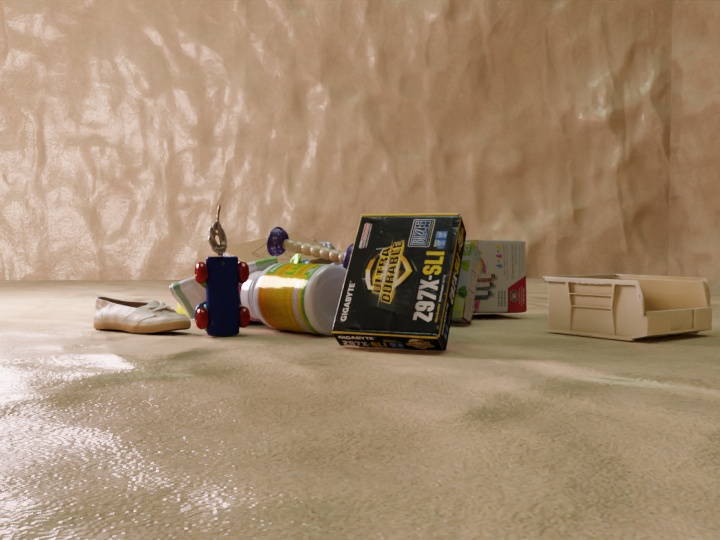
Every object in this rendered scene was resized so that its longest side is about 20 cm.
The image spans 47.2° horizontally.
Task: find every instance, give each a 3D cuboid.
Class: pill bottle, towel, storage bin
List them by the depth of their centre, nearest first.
[{"bbox_3d":[0.441,0.057,1.358,0.198,0.095,0.197,-1,2,-38],"label":"storage bin"},{"bbox_3d":[-0.108,0.044,1.362,0.110,0.113,0.198,-1,2,-45],"label":"pill bottle"},{"bbox_3d":[-0.239,0.034,1.518,0.197,0.031,0.150,-15,-20,-3],"label":"towel"}]

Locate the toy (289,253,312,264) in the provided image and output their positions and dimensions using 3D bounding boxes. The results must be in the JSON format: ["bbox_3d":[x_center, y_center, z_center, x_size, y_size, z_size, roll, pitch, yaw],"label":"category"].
[{"bbox_3d":[-0.041,0.028,1.484,0.199,0.048,0.115,32,-12,-25],"label":"toy"}]

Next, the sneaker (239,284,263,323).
[{"bbox_3d":[-0.172,0.069,1.536,0.198,0.080,0.095,0,-20,-36],"label":"sneaker"}]

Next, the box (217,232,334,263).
[{"bbox_3d":[-0.165,-0.032,1.676,0.198,0.022,0.162,-14,27,-40],"label":"box"}]

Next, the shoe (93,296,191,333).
[{"bbox_3d":[-0.365,0.072,1.356,0.197,0.054,0.070,1,2,27],"label":"shoe"}]

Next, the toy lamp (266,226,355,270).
[{"bbox_3d":[-0.060,-0.029,1.374,0.198,0.059,0.058,16,9,27],"label":"toy lamp"}]

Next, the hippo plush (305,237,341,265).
[{"bbox_3d":[-0.090,0.003,1.957,0.198,0.162,0.160,0,1,-37],"label":"hippo plush"}]

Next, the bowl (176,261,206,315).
[{"bbox_3d":[-0.279,0.036,1.689,0.197,0.110,0.200,0,2,0],"label":"bowl"}]

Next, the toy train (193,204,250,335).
[{"bbox_3d":[-0.234,0.002,1.332,0.083,0.204,0.115,-1,-3,-24],"label":"toy train"}]

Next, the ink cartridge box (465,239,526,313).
[{"bbox_3d":[0.216,0.014,1.672,0.197,0.148,0.144,0,-3,-17],"label":"ink cartridge box"}]

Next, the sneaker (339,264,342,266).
[{"bbox_3d":[0.000,0.000,1.559,0.198,0.083,0.070,-24,-41,32],"label":"sneaker"}]

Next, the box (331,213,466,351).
[{"bbox_3d":[0.058,0.013,1.170,0.157,0.202,0.050,2,-32,21],"label":"box"}]

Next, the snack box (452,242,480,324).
[{"bbox_3d":[0.119,0.022,1.546,0.197,0.144,0.053,1,-18,31],"label":"snack box"}]
